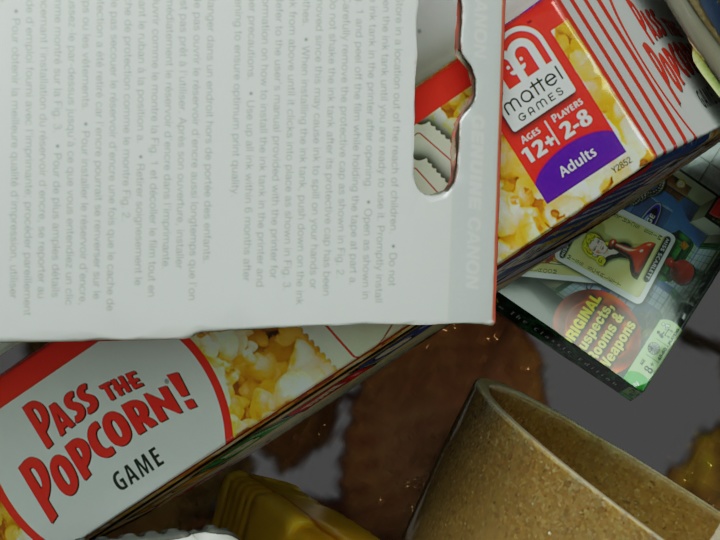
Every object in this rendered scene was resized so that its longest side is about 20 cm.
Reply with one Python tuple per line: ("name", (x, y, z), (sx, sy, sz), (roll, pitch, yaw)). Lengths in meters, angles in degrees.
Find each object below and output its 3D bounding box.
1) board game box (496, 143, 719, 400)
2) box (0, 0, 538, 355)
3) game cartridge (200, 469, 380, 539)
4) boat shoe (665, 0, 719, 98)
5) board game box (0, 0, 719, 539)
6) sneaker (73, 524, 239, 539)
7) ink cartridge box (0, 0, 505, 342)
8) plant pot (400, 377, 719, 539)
("board game box", (0.093, -0.073, 0.805), (0.104, 0.023, 0.201), (33, 80, 2))
("box", (-0.071, -0.091, 0.688), (0.199, 0.199, 0.131), (-33, 105, -9))
("game cartridge", (-0.024, 0.150, 0.657), (0.032, 0.200, 0.177), (15, 91, -20))
("boat shoe", (0.083, -0.113, 0.615), (0.072, 0.060, 0.202), (-23, 113, 13))
("board game box", (0.000, 0.000, 0.680), (0.200, 0.151, 0.046), (-34, 86, 20))
("sneaker", (-0.073, 0.128, 0.668), (0.073, 0.200, 0.080), (-5, 70, -17))
("ink cartridge box", (-0.071, -0.042, 0.566), (0.199, 0.050, 0.110), (-1, 99, -15))
("plant pot", (0.057, 0.163, 0.701), (0.186, 0.186, 0.201), (32, 94, 0))
